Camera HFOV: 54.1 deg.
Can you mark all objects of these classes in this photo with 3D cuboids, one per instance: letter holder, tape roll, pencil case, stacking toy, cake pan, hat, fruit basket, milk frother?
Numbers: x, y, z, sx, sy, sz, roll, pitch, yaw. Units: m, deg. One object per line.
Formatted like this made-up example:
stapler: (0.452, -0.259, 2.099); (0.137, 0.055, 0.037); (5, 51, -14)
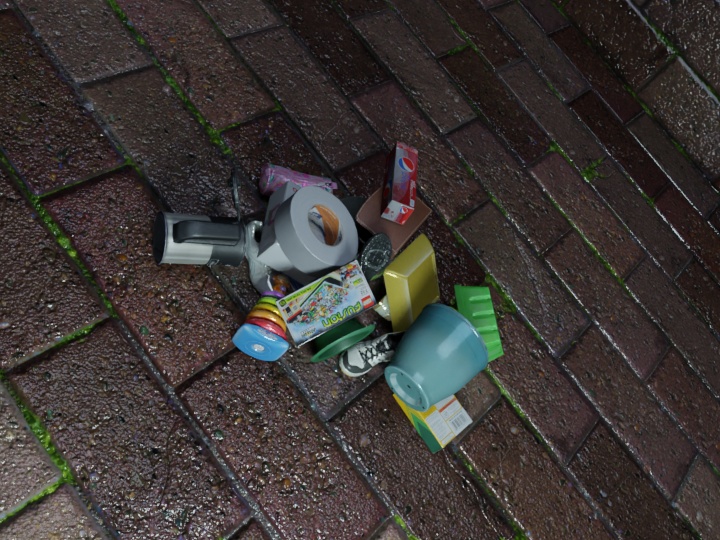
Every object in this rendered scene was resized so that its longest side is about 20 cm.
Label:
letter holder: (0.061, -0.115, 1.740); (0.142, 0.101, 0.200); (41, 49, 1)
tape roll: (-0.097, -0.088, 1.596); (0.199, 0.066, 0.203); (26, 50, -34)
pencil case: (-0.163, -0.219, 1.827); (0.197, 0.088, 0.089); (10, 56, -25)
stacking toy: (-0.198, 0.089, 1.583); (0.115, 0.110, 0.202); (27, 53, -14)
cake pan: (0.004, -0.107, 1.789); (0.197, 0.037, 0.203); (16, 54, -23)
hat: (-0.079, 0.097, 1.625); (0.164, 0.200, 0.178); (-21, 76, -28)
fruit basket: (0.258, 0.148, 1.844); (0.212, 0.156, 0.219); (-8, 61, 14)
milk frother: (-0.355, -0.121, 1.577); (0.185, 0.180, 0.203); (2, 63, -31)

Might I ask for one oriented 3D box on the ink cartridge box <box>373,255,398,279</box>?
ink cartridge box: (-0.018, -0.041, 1.811); (0.198, 0.076, 0.149); (-23, 75, -38)

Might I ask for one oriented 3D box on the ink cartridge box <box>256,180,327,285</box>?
ink cartridge box: (-0.150, -0.089, 1.660); (0.144, 0.084, 0.202); (32, 46, -29)

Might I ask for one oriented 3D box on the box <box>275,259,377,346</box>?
box: (-0.074, 0.070, 1.532); (0.198, 0.035, 0.111); (-28, 94, -8)

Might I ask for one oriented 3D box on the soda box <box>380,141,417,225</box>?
soda box: (0.096, -0.214, 1.715); (0.062, 0.070, 0.202); (18, 52, -15)

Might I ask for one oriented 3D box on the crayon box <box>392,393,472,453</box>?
crayon box: (0.166, 0.320, 1.709); (0.125, 0.052, 0.201); (-27, 78, -40)

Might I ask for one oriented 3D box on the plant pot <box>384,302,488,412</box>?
plant pot: (0.160, 0.212, 1.623); (0.188, 0.200, 0.200); (-40, 86, -27)

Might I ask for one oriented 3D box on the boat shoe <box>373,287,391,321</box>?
boat shoe: (0.102, 0.057, 1.831); (0.067, 0.074, 0.200); (50, 51, -7)

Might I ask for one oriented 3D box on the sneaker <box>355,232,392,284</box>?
sneaker: (0.000, 0.000, 1.616); (0.076, 0.090, 0.202); (35, 79, -26)

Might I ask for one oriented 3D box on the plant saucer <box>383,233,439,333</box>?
plant saucer: (0.141, 0.041, 1.778); (0.048, 0.203, 0.200); (11, 36, 33)

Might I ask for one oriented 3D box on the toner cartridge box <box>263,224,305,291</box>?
toner cartridge box: (-0.156, -0.037, 1.727); (0.094, 0.043, 0.202); (-18, 66, -33)

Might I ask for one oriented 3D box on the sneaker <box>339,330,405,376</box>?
sneaker: (0.037, 0.188, 1.690); (0.198, 0.088, 0.076); (-20, 74, -37)

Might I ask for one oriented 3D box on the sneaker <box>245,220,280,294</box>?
sneaker: (-0.230, -0.025, 1.664); (0.070, 0.080, 0.202); (-16, 72, -39)
